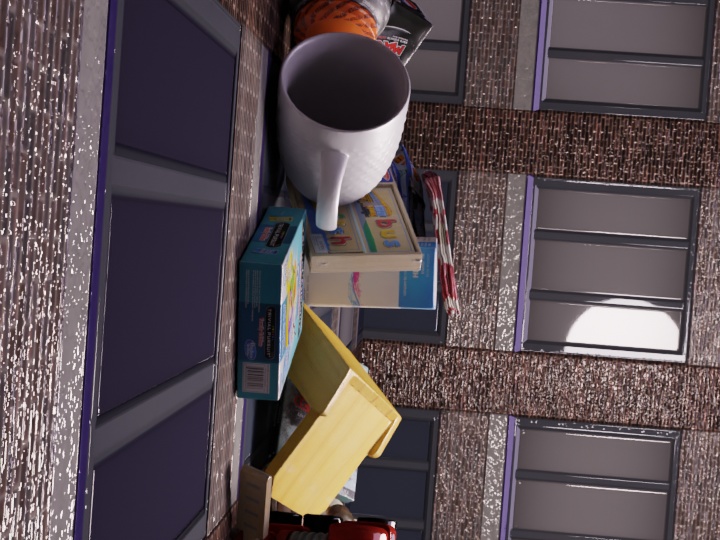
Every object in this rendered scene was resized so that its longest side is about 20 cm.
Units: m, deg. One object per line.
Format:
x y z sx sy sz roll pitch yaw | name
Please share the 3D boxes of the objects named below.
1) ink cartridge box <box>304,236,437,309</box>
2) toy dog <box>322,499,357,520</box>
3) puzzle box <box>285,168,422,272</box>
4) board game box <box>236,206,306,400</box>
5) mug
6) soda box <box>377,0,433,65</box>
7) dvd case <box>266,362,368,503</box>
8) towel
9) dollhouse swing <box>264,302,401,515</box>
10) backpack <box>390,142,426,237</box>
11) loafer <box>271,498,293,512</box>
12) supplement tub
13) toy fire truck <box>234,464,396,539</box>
0.000 0.000 1.724 0.145 0.200 0.085 -62 152 -83 | ink cartridge box
-0.050 0.389 1.914 0.200 0.139 0.194 78 4 -78 | toy dog
-0.011 -0.065 1.578 0.200 0.133 0.025 -109 -159 -52 | puzzle box
-0.094 0.031 1.433 0.200 0.047 0.151 -75 169 -70 | board game box
-0.029 -0.140 1.505 0.175 0.147 0.200 102 -5 -56 | mug
0.002 -0.251 1.640 0.200 0.063 0.071 -53 -151 20 | soda box
-0.054 0.191 1.752 0.146 0.022 0.200 32 51 -34 | dvd case
0.113 -0.041 1.893 0.144 0.023 0.200 -84 165 -84 | towel
-0.070 0.176 1.644 0.182 0.176 0.200 50 1 30 | dollhouse swing
0.002 -0.101 1.908 0.154 0.200 0.191 67 21 -53 | backpack
-0.087 0.320 1.773 0.072 0.063 0.200 -80 173 -66 | loafer
-0.020 -0.351 1.563 0.123 0.122 0.200 88 7 -60 | supplement tub
-0.060 0.290 1.431 0.200 0.176 0.129 43 51 -67 | toy fire truck
